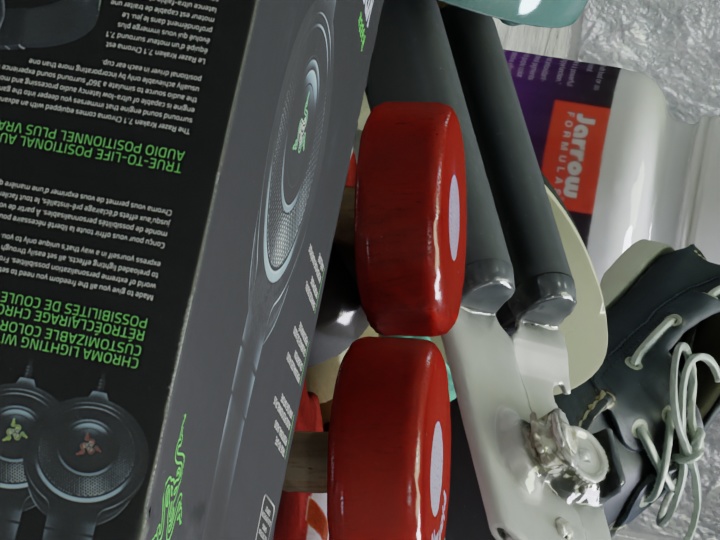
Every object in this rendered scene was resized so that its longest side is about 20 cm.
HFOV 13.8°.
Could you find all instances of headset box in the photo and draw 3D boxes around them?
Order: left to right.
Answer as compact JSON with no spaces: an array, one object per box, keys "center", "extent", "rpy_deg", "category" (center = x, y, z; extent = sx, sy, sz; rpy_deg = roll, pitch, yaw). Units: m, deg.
[{"center":[-0.062,-0.007,0.657],"extent":[0.174,0.092,0.201],"rpy_deg":[75,26,-73],"category":"headset box"}]

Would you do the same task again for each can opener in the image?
[{"center":[0.032,0.006,0.908],"extent":[0.052,0.066,0.201],"rpy_deg":[14,55,-43],"category":"can opener"}]

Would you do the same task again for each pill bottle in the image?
[{"center":[0.071,-0.038,1.289],"extent":[0.111,0.199,0.112],"rpy_deg":[9,90,-83],"category":"pill bottle"}]

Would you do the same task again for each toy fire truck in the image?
[{"center":[-0.025,0.048,0.846],"extent":[0.168,0.111,0.201],"rpy_deg":[81,12,-51],"category":"toy fire truck"}]

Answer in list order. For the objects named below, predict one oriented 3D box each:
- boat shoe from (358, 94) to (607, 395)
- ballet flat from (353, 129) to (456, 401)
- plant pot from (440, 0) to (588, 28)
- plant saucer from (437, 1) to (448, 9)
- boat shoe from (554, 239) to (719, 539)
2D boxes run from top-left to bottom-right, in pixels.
[{"center":[0.018,-0.040,1.011],"extent":[0.201,0.073,0.063],"rpy_deg":[47,23,-22],"category":"boat shoe"},{"center":[0.000,0.000,0.969],"extent":[0.201,0.070,0.067],"rpy_deg":[63,-15,-22],"category":"ballet flat"},{"center":[0.037,-0.159,0.933],"extent":[0.200,0.199,0.135],"rpy_deg":[-55,168,-75],"category":"plant pot"},{"center":[0.005,-0.110,1.103],"extent":[0.200,0.035,0.202],"rpy_deg":[174,-90,-78],"category":"plant saucer"},{"center":[0.102,0.054,1.094],"extent":[0.200,0.061,0.075],"rpy_deg":[-45,138,-55],"category":"boat shoe"}]
